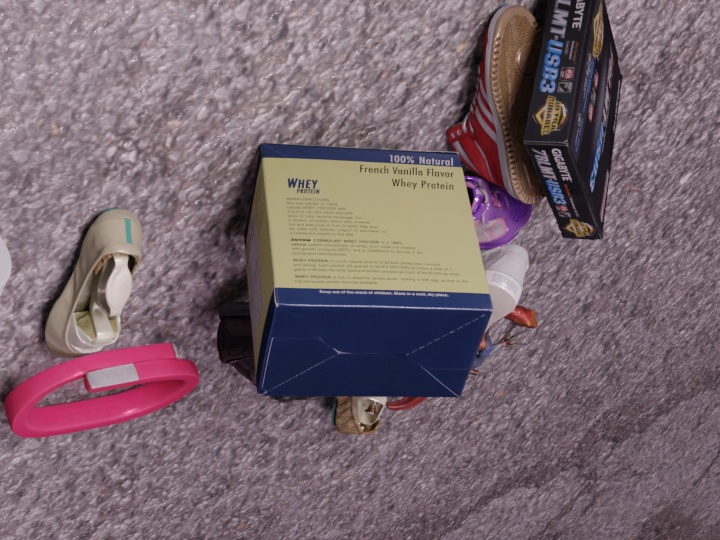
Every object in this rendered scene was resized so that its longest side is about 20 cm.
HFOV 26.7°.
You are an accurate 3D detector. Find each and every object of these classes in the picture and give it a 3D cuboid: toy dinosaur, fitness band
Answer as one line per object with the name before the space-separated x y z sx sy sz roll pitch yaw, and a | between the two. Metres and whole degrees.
toy dinosaur | 0.135 0.092 1.771 0.200 0.105 0.181 -58 -178 -14
fitness band | -0.257 0.121 1.516 0.200 0.037 0.144 -6 158 -40

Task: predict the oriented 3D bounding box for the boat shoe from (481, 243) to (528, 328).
boat shoe | 0.124 0.019 1.645 0.069 0.072 0.200 -61 -176 -24

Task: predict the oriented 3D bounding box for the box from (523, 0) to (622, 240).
box | 0.215 -0.161 1.498 0.050 0.200 0.199 3 155 21

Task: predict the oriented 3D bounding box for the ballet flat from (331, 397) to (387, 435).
ballet flat | 0.000 0.135 1.785 0.200 0.065 0.071 86 21 -61

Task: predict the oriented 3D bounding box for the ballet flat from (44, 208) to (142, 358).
ballet flat | -0.245 0.030 1.410 0.069 0.069 0.200 -11 141 -36

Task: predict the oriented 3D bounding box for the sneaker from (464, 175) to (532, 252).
sneaker | 0.115 -0.066 1.598 0.200 0.081 0.088 -7 160 -39

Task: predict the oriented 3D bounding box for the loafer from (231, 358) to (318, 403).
loafer | -0.087 0.119 1.688 0.072 0.063 0.200 -40 149 8

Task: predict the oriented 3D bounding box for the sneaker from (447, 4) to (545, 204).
sneaker | 0.135 -0.173 1.521 0.071 0.112 0.200 -18 115 -23

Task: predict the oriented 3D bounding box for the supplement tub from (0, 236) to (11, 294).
supplement tub | -0.384 0.044 1.228 0.132 0.132 0.200 7 129 -49

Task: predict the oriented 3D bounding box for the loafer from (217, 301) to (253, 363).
loafer | -0.051 0.071 1.536 0.200 0.063 0.072 4 167 18

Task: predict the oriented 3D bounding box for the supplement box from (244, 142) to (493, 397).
supplement box | 0.000 0.000 1.423 0.200 0.200 0.134 2 139 -12
